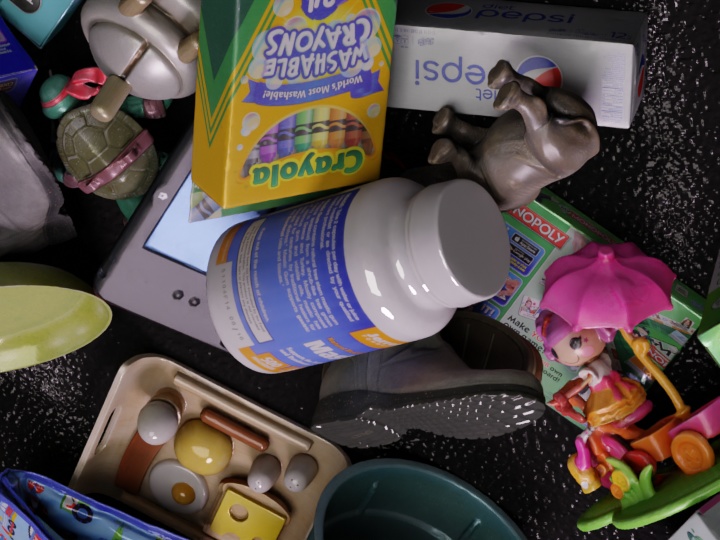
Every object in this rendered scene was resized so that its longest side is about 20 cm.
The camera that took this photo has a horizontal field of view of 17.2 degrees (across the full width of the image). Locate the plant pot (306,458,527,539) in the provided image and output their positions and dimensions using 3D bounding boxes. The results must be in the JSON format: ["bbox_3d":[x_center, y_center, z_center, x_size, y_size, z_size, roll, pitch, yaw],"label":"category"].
[{"bbox_3d":[0.014,0.283,1.807,0.199,0.201,0.197,32,127,-1],"label":"plant pot"}]

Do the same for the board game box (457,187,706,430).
[{"bbox_3d":[0.135,0.020,1.728,0.199,0.029,0.135,35,119,-2],"label":"board game box"}]

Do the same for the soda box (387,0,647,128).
[{"bbox_3d":[0.095,-0.146,1.638,0.198,0.068,0.064,6,117,13],"label":"soda box"}]

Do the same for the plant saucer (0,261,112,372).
[{"bbox_3d":[-0.288,0.035,1.792,0.199,0.200,0.031,-20,69,23],"label":"plant saucer"}]

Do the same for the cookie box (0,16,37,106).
[{"bbox_3d":[-0.347,-0.091,1.708,0.075,0.170,0.200,55,137,20],"label":"cookie box"}]

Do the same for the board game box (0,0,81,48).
[{"bbox_3d":[-0.226,-0.282,1.679,0.151,0.047,0.200,39,119,-4],"label":"board game box"}]

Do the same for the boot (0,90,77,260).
[{"bbox_3d":[-0.283,-0.044,1.718,0.131,0.200,0.070,-25,64,-8],"label":"boot"}]

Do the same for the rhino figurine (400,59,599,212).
[{"bbox_3d":[0.089,-0.074,1.616,0.087,0.060,0.200,28,148,-17],"label":"rhino figurine"}]

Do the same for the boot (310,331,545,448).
[{"bbox_3d":[0.047,0.048,1.662,0.199,0.132,0.068,-8,152,40],"label":"boot"}]

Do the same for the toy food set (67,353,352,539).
[{"bbox_3d":[-0.119,0.168,1.855,0.199,0.060,0.144,27,119,3],"label":"toy food set"}]

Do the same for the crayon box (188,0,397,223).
[{"bbox_3d":[-0.045,-0.121,1.583,0.052,0.125,0.201,40,133,47],"label":"crayon box"}]

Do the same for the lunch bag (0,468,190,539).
[{"bbox_3d":[-0.222,0.239,1.890,0.199,0.094,0.151,32,147,12],"label":"lunch bag"}]

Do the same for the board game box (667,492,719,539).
[{"bbox_3d":[0.252,0.208,1.679,0.064,0.147,0.200,49,140,15],"label":"board game box"}]

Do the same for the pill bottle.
[{"bbox_3d":[0.000,0.000,1.623,0.199,0.112,0.113,-14,111,38],"label":"pill bottle"}]

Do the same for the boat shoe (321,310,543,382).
[{"bbox_3d":[0.064,0.075,1.729,0.199,0.072,0.068,1,157,46],"label":"boat shoe"}]

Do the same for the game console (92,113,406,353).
[{"bbox_3d":[-0.075,-0.027,1.721,0.176,0.031,0.201,21,118,-27],"label":"game console"}]

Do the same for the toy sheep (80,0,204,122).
[{"bbox_3d":[-0.127,-0.185,1.629,0.137,0.200,0.138,31,157,15],"label":"toy sheep"}]

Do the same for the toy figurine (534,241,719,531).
[{"bbox_3d":[0.185,0.071,1.672,0.200,0.150,0.185,-28,92,51],"label":"toy figurine"}]

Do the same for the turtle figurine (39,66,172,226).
[{"bbox_3d":[-0.176,-0.091,1.731,0.149,0.101,0.200,-29,112,31],"label":"turtle figurine"}]

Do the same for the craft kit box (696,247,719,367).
[{"bbox_3d":[0.308,0.066,1.603,0.048,0.200,0.198,-34,103,27],"label":"craft kit box"}]
